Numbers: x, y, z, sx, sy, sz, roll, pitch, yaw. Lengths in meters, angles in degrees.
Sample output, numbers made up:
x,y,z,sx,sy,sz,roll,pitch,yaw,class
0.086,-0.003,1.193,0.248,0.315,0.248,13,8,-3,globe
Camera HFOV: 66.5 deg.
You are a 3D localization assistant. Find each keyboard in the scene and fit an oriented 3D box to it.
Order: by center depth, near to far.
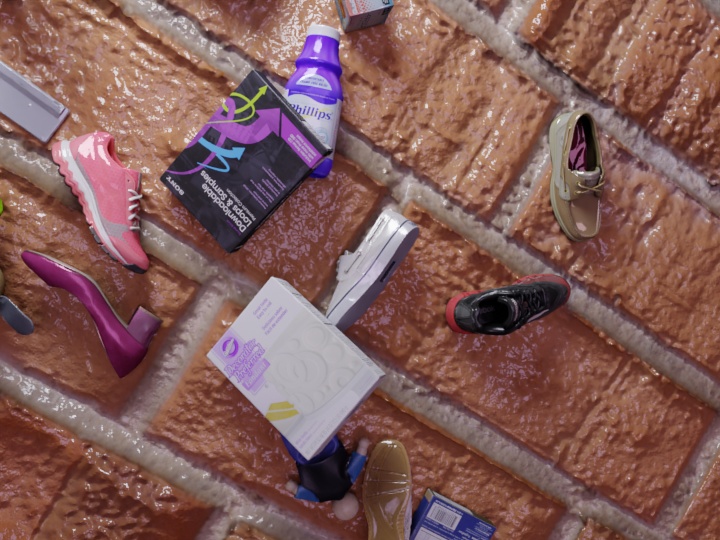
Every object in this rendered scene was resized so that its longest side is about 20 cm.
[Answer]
x,y,z,sx,sy,sz,roll,pitch,yaw,class
-0.487,-0.252,0.724,0.200,0.011,0.056,36,92,-9,keyboard

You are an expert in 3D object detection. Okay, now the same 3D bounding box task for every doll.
x,y,z,sx,sy,sz,roll,pitch,yaw,class
-0.051,0.274,0.800,0.136,0.048,0.201,-23,96,-6,doll

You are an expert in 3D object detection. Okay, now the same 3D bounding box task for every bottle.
x,y,z,sx,sy,sz,roll,pitch,yaw,class
-0.066,-0.233,0.764,0.083,0.065,0.201,10,91,-4,bottle

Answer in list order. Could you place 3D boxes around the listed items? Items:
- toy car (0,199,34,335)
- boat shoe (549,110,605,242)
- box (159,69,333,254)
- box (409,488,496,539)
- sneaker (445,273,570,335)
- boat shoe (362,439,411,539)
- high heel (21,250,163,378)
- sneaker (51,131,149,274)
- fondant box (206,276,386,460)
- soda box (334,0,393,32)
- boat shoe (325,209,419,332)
x,y,z,sx,sy,sz,roll,pitch,yaw,class
-0.505,0.017,0.672,0.164,0.158,0.201,-23,108,5,toy car
0.333,-0.142,0.834,0.074,0.066,0.201,-13,95,-8,boat shoe
-0.155,-0.140,0.730,0.200,0.036,0.143,-44,90,17,box
0.109,0.454,0.843,0.121,0.032,0.201,30,86,-9,box
0.231,0.052,0.812,0.199,0.098,0.071,-13,93,-10,sneaker
0.041,0.356,0.813,0.070,0.069,0.201,0,73,10,boat shoe
-0.371,0.057,0.725,0.200,0.067,0.096,34,77,-13,high heel
-0.322,-0.093,0.726,0.087,0.074,0.201,-28,97,-8,sneaker
-0.087,0.128,0.741,0.200,0.058,0.144,41,94,15,fondant box
-0.017,-0.447,0.763,0.068,0.064,0.201,-17,96,-8,soda box
0.000,0.000,0.792,0.070,0.071,0.200,38,96,21,boat shoe
